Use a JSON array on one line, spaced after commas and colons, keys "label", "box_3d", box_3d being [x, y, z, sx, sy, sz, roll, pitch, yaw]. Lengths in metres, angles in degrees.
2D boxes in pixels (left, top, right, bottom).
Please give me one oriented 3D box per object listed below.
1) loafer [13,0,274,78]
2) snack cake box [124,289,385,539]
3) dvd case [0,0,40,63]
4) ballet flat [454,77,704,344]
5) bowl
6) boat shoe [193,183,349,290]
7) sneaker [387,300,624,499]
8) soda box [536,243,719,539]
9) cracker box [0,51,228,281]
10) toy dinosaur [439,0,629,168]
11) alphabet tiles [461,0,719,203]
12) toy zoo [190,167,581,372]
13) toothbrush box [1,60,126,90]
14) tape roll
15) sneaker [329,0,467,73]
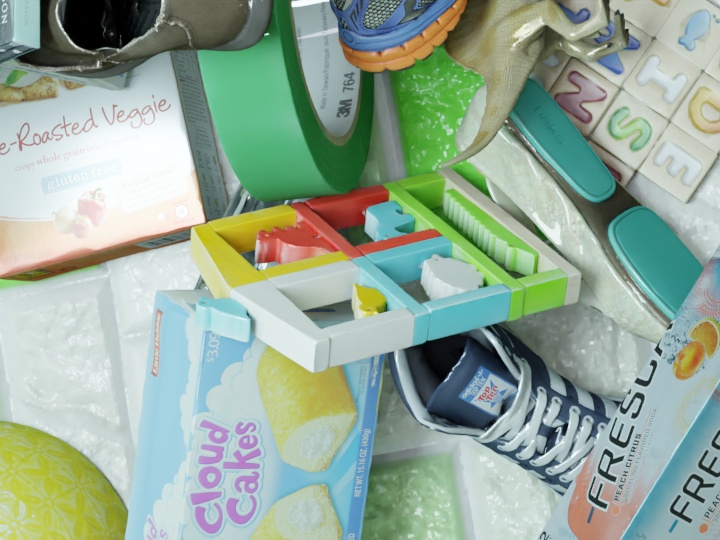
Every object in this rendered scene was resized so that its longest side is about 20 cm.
[{"label": "loafer", "box_3d": [-0.128, -0.138, 1.316, 0.199, 0.071, 0.074, -6, 88, 49]}, {"label": "snack cake box", "box_3d": [-0.060, 0.114, 1.429, 0.067, 0.114, 0.202, 29, 115, 56]}, {"label": "dvd case", "box_3d": [-0.237, -0.160, 1.378, 0.199, 0.022, 0.147, -15, 70, 41]}, {"label": "ballet flat", "box_3d": [0.126, -0.020, 1.441, 0.200, 0.067, 0.062, 53, 131, 13]}, {"label": "bowl", "box_3d": [-0.231, 0.187, 1.498, 0.198, 0.108, 0.202, 0, 88, 14]}, {"label": "boat shoe", "box_3d": [-0.073, 0.037, 1.491, 0.071, 0.072, 0.201, 27, 90, 29]}, {"label": "sneaker", "box_3d": [0.099, 0.082, 1.417, 0.199, 0.108, 0.070, 34, 96, 13]}, {"label": "soda box", "box_3d": [0.175, 0.088, 1.369, 0.068, 0.064, 0.201, 29, 94, -30]}, {"label": "cracker box", "box_3d": [-0.163, -0.106, 1.516, 0.133, 0.058, 0.202, -14, 84, 13]}, {"label": "toy dinosaur", "box_3d": [0.091, -0.128, 1.430, 0.100, 0.058, 0.201, -11, 53, 18]}, {"label": "alphabet tiles", "box_3d": [0.150, -0.139, 1.464, 0.167, 0.008, 0.201, 35, 96, 13]}, {"label": "toy zoo", "box_3d": [0.000, 0.000, 1.391, 0.131, 0.199, 0.021, 41, 135, 46]}, {"label": "toothbrush box", "box_3d": [-0.187, -0.215, 1.455, 0.145, 0.086, 0.202, 14, 91, 16]}, {"label": "tape roll", "box_3d": [-0.040, -0.139, 1.412, 0.048, 0.200, 0.202, -5, 87, 15]}, {"label": "sneaker", "box_3d": [0.049, -0.201, 1.413, 0.075, 0.079, 0.201, 20, 68, 35]}]
